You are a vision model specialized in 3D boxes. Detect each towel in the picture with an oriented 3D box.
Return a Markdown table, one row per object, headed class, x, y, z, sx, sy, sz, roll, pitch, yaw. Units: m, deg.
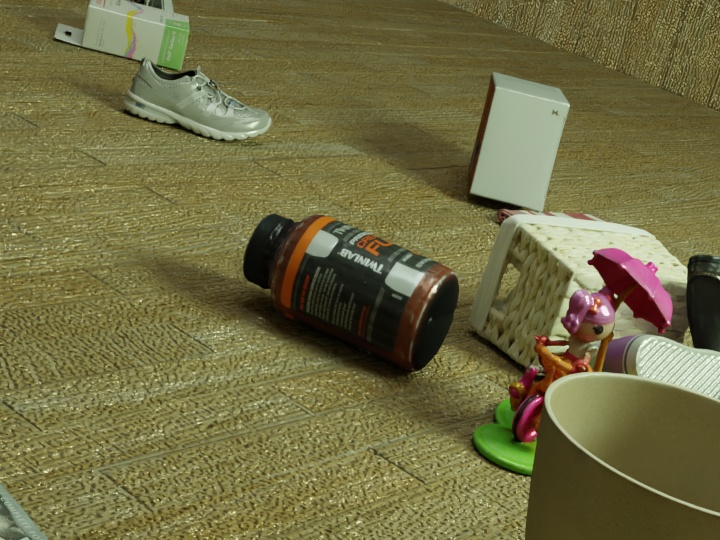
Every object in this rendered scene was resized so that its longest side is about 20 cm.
| class | x | y | z | sx | sy | sz | roll | pitch | yaw |
| --- | --- | --- | --- | --- | --- | --- | --- | --- | --- |
| towel | 0.295 | -0.048 | 2.056 | 0.199 | 0.023 | 0.143 | 1 | 22 | -44 |

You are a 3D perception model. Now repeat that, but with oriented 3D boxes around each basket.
| class | x | y | z | sx | sy | sz | roll | pitch | yaw |
| --- | --- | --- | --- | --- | --- | --- | --- | --- | --- |
| basket | 0.235 | 0.034 | 1.583 | 0.198 | 0.137 | 0.123 | 5 | 25 | -31 |

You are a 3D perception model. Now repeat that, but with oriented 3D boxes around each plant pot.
| class | x | y | z | sx | sy | sz | roll | pitch | yaw |
| --- | --- | --- | --- | --- | --- | --- | --- | --- | --- |
| plant pot | 0.171 | 0.194 | 0.938 | 0.185 | 0.202 | 0.188 | 15 | 18 | -5 |

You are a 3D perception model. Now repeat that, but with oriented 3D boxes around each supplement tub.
| class | x | y | z | sx | sy | sz | roll | pitch | yaw |
| --- | --- | --- | --- | --- | --- | --- | --- | --- | --- |
| supplement tub | -0.013 | 0.013 | 1.467 | 0.198 | 0.108 | 0.107 | 23 | 19 | 19 |

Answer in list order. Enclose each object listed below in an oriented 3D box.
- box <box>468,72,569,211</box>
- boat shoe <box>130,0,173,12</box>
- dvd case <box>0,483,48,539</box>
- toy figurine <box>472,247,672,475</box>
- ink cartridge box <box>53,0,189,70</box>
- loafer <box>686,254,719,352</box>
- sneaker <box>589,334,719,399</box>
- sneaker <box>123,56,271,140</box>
| class | x | y | z | sx | sy | sz | roll | pitch | yaw |
| --- | --- | --- | --- | --- | --- | --- | --- | --- | --- |
| box | 0.218 | -0.183 | 2.146 | 0.105 | 0.154 | 0.200 | 14 | 12 | 1 |
| boat shoe | -0.355 | -0.442 | 2.579 | 0.063 | 0.071 | 0.200 | 11 | 20 | -18 |
| dvd case | -0.277 | 0.173 | 0.905 | 0.198 | 0.022 | 0.146 | 1 | 23 | -41 |
| toy figurine | 0.197 | 0.071 | 1.351 | 0.199 | 0.186 | 0.150 | -4 | 26 | -45 |
| ink cartridge box | -0.368 | -0.376 | 2.376 | 0.197 | 0.068 | 0.117 | 12 | 18 | -12 |
| loafer | 0.364 | 0.062 | 1.538 | 0.072 | 0.073 | 0.201 | 6 | -35 | 34 |
| sneaker | 0.302 | 0.109 | 1.517 | 0.199 | 0.073 | 0.114 | 27 | -19 | -30 |
| sneaker | -0.212 | -0.229 | 2.049 | 0.197 | 0.083 | 0.075 | 12 | 18 | -11 |
